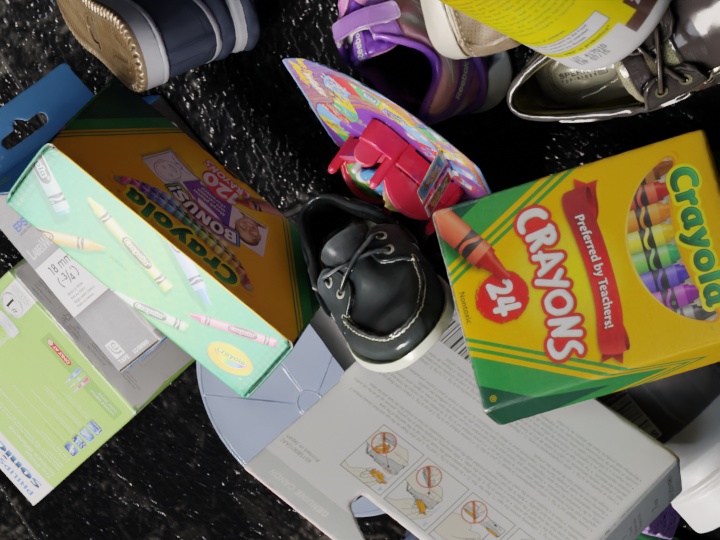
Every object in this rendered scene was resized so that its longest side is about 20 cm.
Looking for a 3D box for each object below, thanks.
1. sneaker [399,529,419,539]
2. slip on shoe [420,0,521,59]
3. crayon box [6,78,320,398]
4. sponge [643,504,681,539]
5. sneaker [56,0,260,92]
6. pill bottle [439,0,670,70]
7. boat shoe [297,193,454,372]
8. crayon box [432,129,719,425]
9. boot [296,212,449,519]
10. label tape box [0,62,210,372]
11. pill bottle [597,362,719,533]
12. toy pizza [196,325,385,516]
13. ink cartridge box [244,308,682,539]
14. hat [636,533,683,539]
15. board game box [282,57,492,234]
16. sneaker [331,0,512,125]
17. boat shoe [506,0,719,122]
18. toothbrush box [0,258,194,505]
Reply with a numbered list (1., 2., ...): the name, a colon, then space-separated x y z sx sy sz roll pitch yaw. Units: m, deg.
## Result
1. sneaker: 0.046 0.205 1.697 0.200 0.075 0.085 -20 109 36
2. slip on shoe: 0.053 -0.220 1.355 0.060 0.076 0.201 -3 112 35
3. crayon box: -0.117 -0.022 1.495 0.200 0.119 0.058 40 119 -4
4. sponge: 0.129 0.133 1.502 0.111 0.030 0.200 23 178 26
5. sneaker: -0.137 -0.188 1.560 0.200 0.108 0.070 47 153 50
6. pill bottle: 0.073 -0.193 1.270 0.200 0.110 0.109 22 151 -33
7. boat shoe: 0.002 -0.002 1.428 0.074 0.199 0.066 -39 113 8
8. crayon box: 0.153 0.000 1.350 0.199 0.051 0.127 -18 73 10
9. boot: -0.003 0.063 1.590 0.198 0.073 0.163 -31 96 27
10. label tape box: -0.175 -0.052 1.627 0.200 0.144 0.063 50 139 -3
11. pill bottle: 0.176 0.063 1.446 0.200 0.111 0.111 49 139 -2
12. toy pizza: -0.028 0.091 1.692 0.199 0.032 0.201 15 126 22
13. ink cartridge box: 0.061 0.123 1.378 0.200 0.174 0.044 36 156 30
14. hat: 0.181 0.289 1.589 0.200 0.166 0.176 21 142 43
15. board game box: 0.017 -0.058 1.464 0.158 0.039 0.200 31 169 25
16. sneaker: 0.013 -0.170 1.423 0.080 0.088 0.201 -20 105 48
17. boat shoe: 0.169 -0.123 1.344 0.200 0.065 0.073 -22 105 46
18. toothbrush box: -0.241 0.074 1.824 0.146 0.086 0.200 48 138 -1
